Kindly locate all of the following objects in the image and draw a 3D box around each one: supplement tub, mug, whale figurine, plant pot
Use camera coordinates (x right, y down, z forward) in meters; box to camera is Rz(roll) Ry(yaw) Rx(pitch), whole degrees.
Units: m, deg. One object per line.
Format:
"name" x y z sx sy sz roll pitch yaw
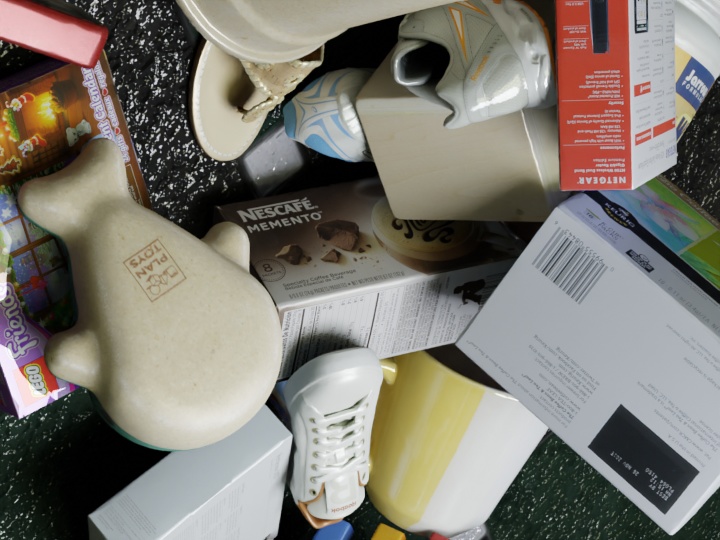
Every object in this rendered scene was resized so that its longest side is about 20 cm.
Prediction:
"supplement tub" 0.194 -0.148 1.528 0.144 0.144 0.201 28 94 -49
"mug" 0.054 0.118 1.557 0.149 0.185 0.154 -51 165 -68
"whale figurine" -0.139 0.020 1.239 0.159 0.104 0.201 -37 94 -26
"plant pot" 0.001 -0.231 1.211 0.199 0.182 0.203 -4 96 -45

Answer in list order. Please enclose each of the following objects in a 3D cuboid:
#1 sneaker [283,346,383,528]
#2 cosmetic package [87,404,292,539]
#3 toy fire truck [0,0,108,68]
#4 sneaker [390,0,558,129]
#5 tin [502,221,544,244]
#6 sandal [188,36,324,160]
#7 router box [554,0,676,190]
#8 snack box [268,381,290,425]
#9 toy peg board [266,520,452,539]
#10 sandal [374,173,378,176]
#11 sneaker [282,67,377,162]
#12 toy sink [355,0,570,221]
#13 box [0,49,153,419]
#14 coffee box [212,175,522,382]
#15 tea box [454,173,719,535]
"sneaker" -0.014 0.124 1.405 0.072 0.085 0.200 -14 155 -15
"cosmetic package" -0.125 0.187 1.437 0.150 0.052 0.200 -35 160 -22
"toy fire truck" -0.249 -0.173 1.059 0.199 0.168 0.113 17 102 -48
"sneaker" 0.051 -0.163 1.287 0.091 0.200 0.076 -21 129 -12
"tin" 0.133 -0.041 1.541 0.042 0.112 0.200 -49 158 6
"sandal" -0.055 -0.163 1.331 0.077 0.069 0.213 1 113 -45
"router box" 0.171 -0.151 1.295 0.200 0.048 0.181 -23 112 -72
"snack box" -0.027 0.103 1.558 0.072 0.024 0.201 -46 138 -14
"toy peg board" 0.042 0.267 1.582 0.098 0.198 0.201 -58 157 -22
"sandal" 0.068 -0.022 1.555 0.083 0.050 0.202 -56 139 -2
"sneaker" 0.015 -0.112 1.448 0.199 0.072 0.073 4 84 -58
"toy sink" 0.106 -0.132 1.404 0.200 0.129 0.113 -56 137 -42
"box" -0.199 -0.025 1.256 0.136 0.039 0.202 -28 113 -30
"coffee box" 0.000 0.000 1.417 0.198 0.113 0.080 -11 136 -24
"tea box" 0.208 0.048 1.376 0.134 0.200 0.196 -54 167 24
